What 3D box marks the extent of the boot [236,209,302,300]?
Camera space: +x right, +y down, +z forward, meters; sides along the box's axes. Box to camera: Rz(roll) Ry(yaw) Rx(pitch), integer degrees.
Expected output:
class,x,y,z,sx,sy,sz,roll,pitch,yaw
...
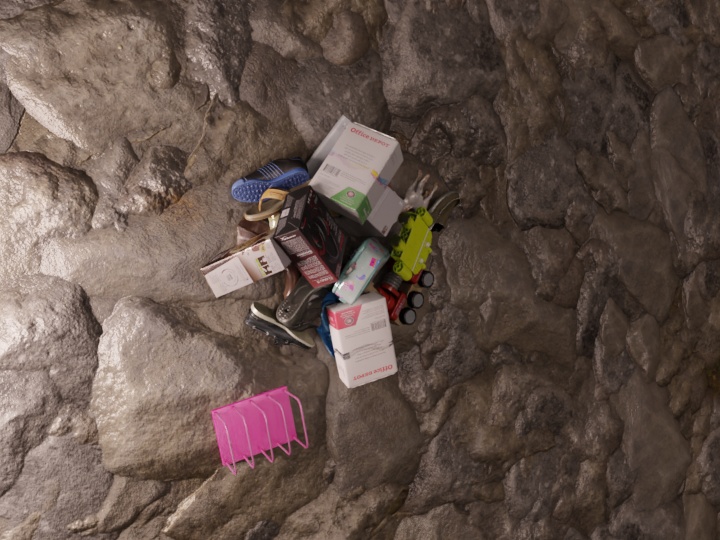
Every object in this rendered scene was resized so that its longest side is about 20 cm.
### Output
class,x,y,z,sx,sy,sz,roll,pitch,yaw
boot,-0.232,-0.034,1.485,0.197,0.064,0.190,21,73,-27

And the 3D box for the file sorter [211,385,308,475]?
class,x,y,z,sx,sy,sz,roll,pitch,yaw
file sorter,-0.240,0.389,1.453,0.196,0.125,0.142,-14,97,-26

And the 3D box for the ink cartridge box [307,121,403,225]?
class,x,y,z,sx,sy,sz,roll,pitch,yaw
ink cartridge box,-0.009,-0.233,1.422,0.202,0.143,0.088,-59,157,-11

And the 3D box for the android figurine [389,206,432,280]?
class,x,y,z,sx,sy,sz,roll,pitch,yaw
android figurine,0.135,-0.066,1.530,0.200,0.040,0.185,42,68,-56

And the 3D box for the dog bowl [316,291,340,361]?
class,x,y,z,sx,sy,sz,roll,pitch,yaw
dog bowl,-0.063,0.151,1.581,0.111,0.049,0.203,-35,105,-22

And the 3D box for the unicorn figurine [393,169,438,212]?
class,x,y,z,sx,sy,sz,roll,pitch,yaw
unicorn figurine,0.144,-0.204,1.642,0.199,0.073,0.139,27,94,-47

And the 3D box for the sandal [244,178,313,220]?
class,x,y,z,sx,sy,sz,roll,pitch,yaw
sandal,-0.194,-0.181,1.440,0.197,0.080,0.055,-29,115,-9

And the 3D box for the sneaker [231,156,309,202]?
class,x,y,z,sx,sy,sz,roll,pitch,yaw
sneaker,-0.226,-0.230,1.486,0.196,0.079,0.071,-14,138,-9

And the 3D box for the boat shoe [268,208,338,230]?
class,x,y,z,sx,sy,sz,roll,pitch,yaw
boat shoe,-0.138,-0.129,1.495,0.196,0.073,0.064,-12,102,-25

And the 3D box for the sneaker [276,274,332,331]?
class,x,y,z,sx,sy,sz,roll,pitch,yaw
sneaker,-0.116,0.069,1.486,0.201,0.076,0.115,-52,148,-12

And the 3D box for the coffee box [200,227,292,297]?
class,x,y,z,sx,sy,sz,roll,pitch,yaw
coffee box,-0.255,-0.023,1.388,0.197,0.113,0.081,-22,106,20

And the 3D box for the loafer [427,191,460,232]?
class,x,y,z,sx,sy,sz,roll,pitch,yaw
loafer,0.219,-0.143,1.697,0.200,0.075,0.070,-43,69,-11

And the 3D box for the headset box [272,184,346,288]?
class,x,y,z,sx,sy,sz,roll,pitch,yaw
headset box,-0.108,-0.071,1.398,0.201,0.074,0.151,54,32,-37

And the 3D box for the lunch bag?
class,x,y,z,sx,sy,sz,roll,pitch,yaw
lunch bag,0.000,0.000,1.483,0.077,0.200,0.161,38,102,2

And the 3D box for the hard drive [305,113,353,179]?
class,x,y,z,sx,sy,sz,roll,pitch,yaw
hard drive,-0.054,-0.275,1.536,0.139,0.033,0.201,37,101,-14

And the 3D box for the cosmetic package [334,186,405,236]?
class,x,y,z,sx,sy,sz,roll,pitch,yaw
cosmetic package,0.017,-0.152,1.532,0.090,0.199,0.108,38,74,-22

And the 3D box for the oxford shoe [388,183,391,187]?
class,x,y,z,sx,sy,sz,roll,pitch,yaw
oxford shoe,-0.007,-0.263,1.600,0.198,0.070,0.076,34,89,-16

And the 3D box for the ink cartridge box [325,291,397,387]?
class,x,y,z,sx,sy,sz,roll,pitch,yaw
ink cartridge box,0.004,0.176,1.529,0.142,0.084,0.205,-15,104,-18

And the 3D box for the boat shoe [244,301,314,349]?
class,x,y,z,sx,sy,sz,roll,pitch,yaw
boat shoe,-0.206,0.155,1.502,0.198,0.075,0.066,33,105,-32

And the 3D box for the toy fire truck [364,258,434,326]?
class,x,y,z,sx,sy,sz,roll,pitch,yaw
toy fire truck,0.074,0.028,1.623,0.199,0.128,0.178,38,74,-33
